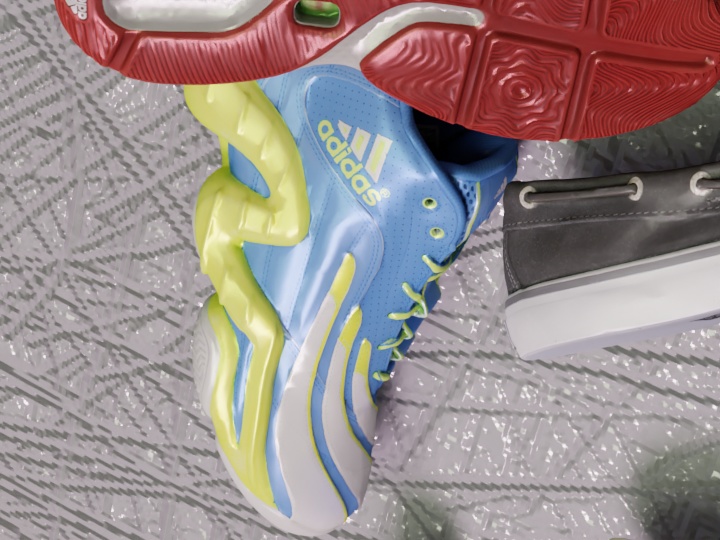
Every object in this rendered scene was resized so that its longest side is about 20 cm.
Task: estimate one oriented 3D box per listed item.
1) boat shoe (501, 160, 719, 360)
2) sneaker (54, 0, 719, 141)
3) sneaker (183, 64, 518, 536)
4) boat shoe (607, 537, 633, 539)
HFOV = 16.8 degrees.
[{"bbox_3d":[0.129,-0.025,0.716,0.199,0.070,0.067,-16,81,32],"label":"boat shoe"},{"bbox_3d":[0.013,-0.109,0.735,0.199,0.116,0.079,9,134,-5],"label":"sneaker"},{"bbox_3d":[0.000,0.000,0.801,0.104,0.076,0.201,4,115,30],"label":"sneaker"},{"bbox_3d":[0.155,0.152,0.775,0.201,0.063,0.074,30,167,15],"label":"boat shoe"}]
